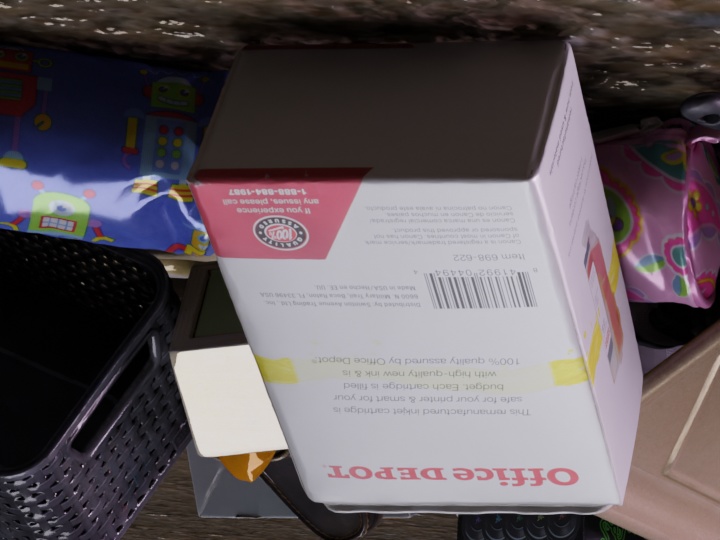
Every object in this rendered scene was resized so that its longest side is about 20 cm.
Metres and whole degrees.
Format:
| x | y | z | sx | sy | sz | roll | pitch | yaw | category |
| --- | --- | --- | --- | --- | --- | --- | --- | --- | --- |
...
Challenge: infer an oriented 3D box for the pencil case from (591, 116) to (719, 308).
| x | y | z | sx | sy | sz | roll | pitch | yaw | category |
| --- | --- | --- | --- | --- | --- | --- | --- | --- | --- |
| 0.065 | -0.027 | 1.297 | 0.199 | 0.088 | 0.087 | 0 | 169 | 18 | pencil case |

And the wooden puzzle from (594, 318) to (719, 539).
| x | y | z | sx | sy | sz | roll | pitch | yaw | category |
| --- | --- | --- | --- | --- | --- | --- | --- | --- | --- |
| 0.196 | 0.049 | 1.352 | 0.200 | 0.037 | 0.185 | -42 | 147 | 14 | wooden puzzle |

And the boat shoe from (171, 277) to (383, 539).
| x | y | z | sx | sy | sz | roll | pitch | yaw | category |
| --- | --- | --- | --- | --- | --- | --- | --- | --- | --- |
| -0.064 | 0.078 | 1.631 | 0.074 | 0.200 | 0.073 | -31 | -169 | 37 | boat shoe |

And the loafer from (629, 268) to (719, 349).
| x | y | z | sx | sy | sz | roll | pitch | yaw | category |
| --- | --- | --- | --- | --- | --- | --- | --- | --- | --- |
| 0.182 | -0.002 | 1.395 | 0.063 | 0.072 | 0.200 | -4 | 180 | 32 | loafer |

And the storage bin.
| x | y | z | sx | sy | sz | roll | pitch | yaw | category |
| --- | --- | --- | --- | --- | --- | --- | --- | --- | --- |
| -0.186 | 0.044 | 1.422 | 0.199 | 0.135 | 0.094 | 22 | 152 | 28 | storage bin |

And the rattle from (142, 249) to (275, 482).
| x | y | z | sx | sy | sz | roll | pitch | yaw | category |
| --- | --- | --- | --- | --- | --- | --- | --- | --- | --- |
| -0.115 | 0.021 | 1.486 | 0.130 | 0.144 | 0.200 | 20 | -177 | 22 | rattle |

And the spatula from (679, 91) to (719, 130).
| x | y | z | sx | sy | sz | roll | pitch | yaw | category |
| --- | --- | --- | --- | --- | --- | --- | --- | --- | --- |
| 0.202 | -0.051 | 1.263 | 0.056 | 0.021 | 0.199 | -22 | 153 | 40 | spatula |

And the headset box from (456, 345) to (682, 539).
| x | y | z | sx | sy | sz | roll | pitch | yaw | category |
| --- | --- | --- | --- | --- | --- | --- | --- | --- | --- |
| 0.142 | 0.074 | 1.486 | 0.174 | 0.201 | 0.093 | 13 | 166 | -40 | headset box |

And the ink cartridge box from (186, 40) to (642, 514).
| x | y | z | sx | sy | sz | roll | pitch | yaw | category |
| --- | --- | --- | --- | --- | --- | --- | --- | --- | --- |
| 0.029 | 0.006 | 1.216 | 0.144 | 0.084 | 0.201 | 0 | 136 | 18 | ink cartridge box |

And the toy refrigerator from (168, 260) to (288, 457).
| x | y | z | sx | sy | sz | roll | pitch | yaw | category |
| --- | --- | --- | --- | --- | --- | --- | --- | --- | --- |
| 0.017 | 0.028 | 1.367 | 0.199 | 0.070 | 0.076 | -7 | -148 | 12 | toy refrigerator |

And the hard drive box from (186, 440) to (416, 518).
| x | y | z | sx | sy | sz | roll | pitch | yaw | category |
| --- | --- | --- | --- | --- | --- | --- | --- | --- | --- |
| 0.014 | 0.086 | 1.768 | 0.155 | 0.077 | 0.200 | -3 | -169 | 35 | hard drive box |

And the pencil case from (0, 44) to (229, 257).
| x | y | z | sx | sy | sz | roll | pitch | yaw | category |
| --- | --- | --- | --- | --- | --- | --- | --- | --- | --- |
| -0.149 | -0.052 | 1.230 | 0.199 | 0.078 | 0.087 | 5 | 141 | -6 | pencil case |

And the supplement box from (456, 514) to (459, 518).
| x | y | z | sx | sy | sz | roll | pitch | yaw | category |
| --- | --- | --- | --- | --- | --- | --- | --- | --- | --- |
| 0.111 | 0.101 | 1.617 | 0.103 | 0.101 | 0.200 | -22 | 125 | 26 | supplement box |
